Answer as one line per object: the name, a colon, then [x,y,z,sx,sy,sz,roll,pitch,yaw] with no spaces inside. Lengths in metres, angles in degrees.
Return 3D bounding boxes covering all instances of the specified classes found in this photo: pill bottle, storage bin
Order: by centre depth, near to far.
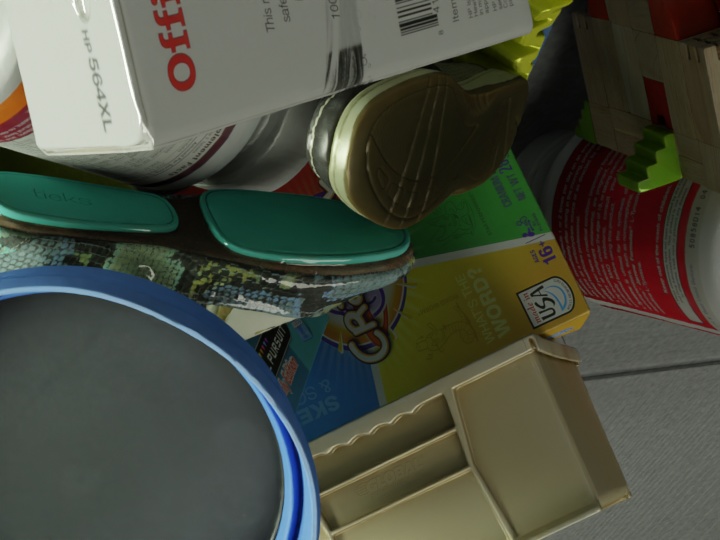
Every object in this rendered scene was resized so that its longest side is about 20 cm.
pill bottle: [-0.107,-0.096,0.872,0.110,0.110,0.200,-42,148,23]
storage bin: [0.035,0.121,1.076,0.198,0.094,0.200,-26,172,9]
pill bottle: [0.173,-0.028,1.125,0.112,0.200,0.113,-7,102,-33]

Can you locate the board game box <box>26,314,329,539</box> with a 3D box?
board game box: [-0.099,0.082,0.933,0.151,0.047,0.200,-34,-167,17]

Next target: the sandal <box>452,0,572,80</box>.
sandal: [0.074,-0.142,0.999,0.200,0.079,0.087,-43,-169,46]

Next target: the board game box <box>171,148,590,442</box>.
board game box: [0.000,0.000,1.069,0.199,0.154,0.040,-25,169,-8]

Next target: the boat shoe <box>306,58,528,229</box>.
boat shoe: [0.015,-0.066,0.909,0.201,0.066,0.072,-20,129,-64]

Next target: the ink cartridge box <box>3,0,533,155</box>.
ink cartridge box: [-0.041,-0.139,0.778,0.199,0.147,0.084,-20,-167,-37]

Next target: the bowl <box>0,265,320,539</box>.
bowl: [-0.114,0.089,0.803,0.199,0.039,0.202,1,115,2]

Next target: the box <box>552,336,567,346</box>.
box: [0.003,0.043,1.184,0.199,0.102,0.113,-8,152,-33]

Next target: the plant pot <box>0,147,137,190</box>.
plant pot: [-0.217,0.039,0.945,0.186,0.188,0.200,-1,154,-40]

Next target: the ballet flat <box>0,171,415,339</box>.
ballet flat: [-0.077,-0.001,0.876,0.199,0.075,0.074,7,140,-16]

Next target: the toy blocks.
toy blocks: [0.161,-0.123,1.014,0.099,0.200,0.137,-19,109,-14]
